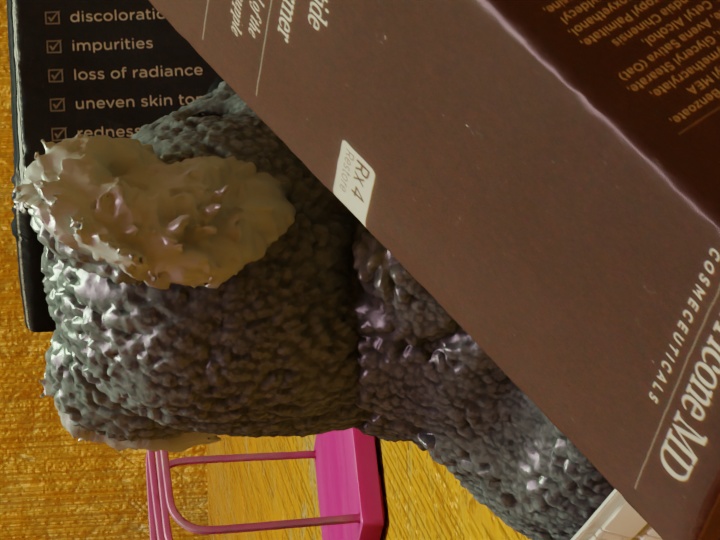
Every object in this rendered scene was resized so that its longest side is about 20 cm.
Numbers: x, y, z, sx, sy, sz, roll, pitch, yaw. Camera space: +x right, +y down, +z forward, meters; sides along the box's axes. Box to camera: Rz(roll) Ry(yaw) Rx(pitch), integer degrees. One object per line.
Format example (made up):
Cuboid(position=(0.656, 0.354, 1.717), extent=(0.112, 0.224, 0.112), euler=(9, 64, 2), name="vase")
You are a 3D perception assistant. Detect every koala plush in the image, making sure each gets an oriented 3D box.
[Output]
Cuboid(position=(0.000, 0.000, 0.804), extent=(0.178, 0.199, 0.185), euler=(105, 161, -66), name="koala plush")

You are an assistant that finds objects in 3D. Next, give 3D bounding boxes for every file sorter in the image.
Cuboid(position=(-0.062, 0.129, 1.645), extent=(0.200, 0.125, 0.140), euler=(101, 165, -61), name="file sorter")

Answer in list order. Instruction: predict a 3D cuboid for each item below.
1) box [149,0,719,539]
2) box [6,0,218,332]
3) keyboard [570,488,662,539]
Cuboid(position=(0.038, -0.046, 0.603), extent=(0.200, 0.075, 0.100), euler=(45, 149, 21), name="box")
Cuboid(position=(-0.038, -0.092, 1.078), extent=(0.124, 0.199, 0.198), euler=(102, 164, -66), name="box")
Cuboid(position=(0.085, 0.074, 0.731), extent=(0.200, 0.056, 0.011), euler=(109, 169, -71), name="keyboard")
